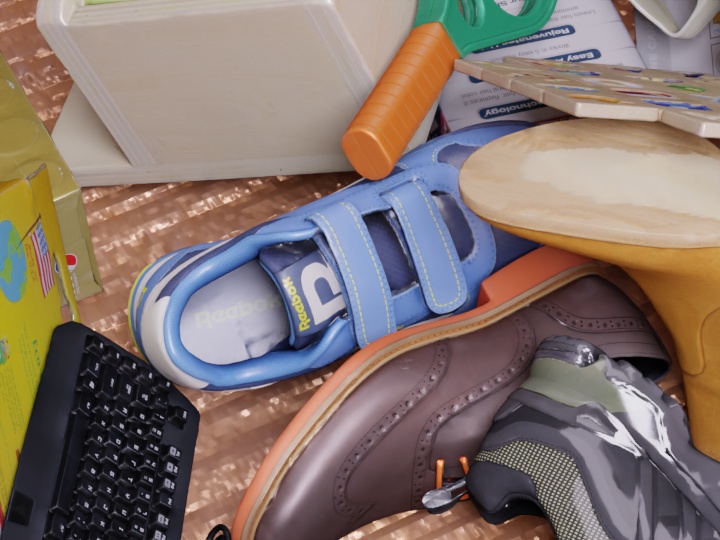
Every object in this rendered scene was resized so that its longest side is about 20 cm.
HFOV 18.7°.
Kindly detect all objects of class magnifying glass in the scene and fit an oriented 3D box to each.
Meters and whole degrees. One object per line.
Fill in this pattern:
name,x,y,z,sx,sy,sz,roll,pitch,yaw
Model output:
magnifying glass,0.039,-0.108,0.934,0.022,0.080,0.200,-13,31,35

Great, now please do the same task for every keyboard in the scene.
keyboard,-0.081,0.107,0.799,0.040,0.104,0.201,-32,34,31

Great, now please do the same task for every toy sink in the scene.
toy sink,-0.065,-0.126,0.979,0.199,0.112,0.131,-1,52,28

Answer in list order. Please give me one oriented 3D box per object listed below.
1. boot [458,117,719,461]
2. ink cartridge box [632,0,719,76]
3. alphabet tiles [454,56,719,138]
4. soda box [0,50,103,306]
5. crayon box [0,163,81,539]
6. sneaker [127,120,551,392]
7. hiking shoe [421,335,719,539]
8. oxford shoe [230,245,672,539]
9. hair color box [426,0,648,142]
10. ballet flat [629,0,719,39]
boot,0.133,0.018,0.836,0.200,0.145,0.071,3,42,-1
ink cartridge box,0.208,-0.166,1.006,0.176,0.045,0.201,-12,75,37
alphabet tiles,0.136,-0.067,0.862,0.165,0.006,0.200,3,11,-18
soda box,-0.186,-0.061,1.007,0.067,0.064,0.200,-21,46,-15
crayon box,-0.153,0.044,0.805,0.050,0.128,0.200,-8,13,13
sneaker,0.000,0.000,0.890,0.199,0.074,0.082,-24,5,0
hiking shoe,0.120,0.117,0.801,0.200,0.076,0.101,40,90,22
oxford shoe,0.038,0.062,0.858,0.200,0.071,0.073,-34,61,-23
hair color box,0.072,-0.092,1.018,0.099,0.061,0.201,-12,44,-7
ballet flat,0.169,-0.126,0.965,0.068,0.069,0.200,2,26,-42
